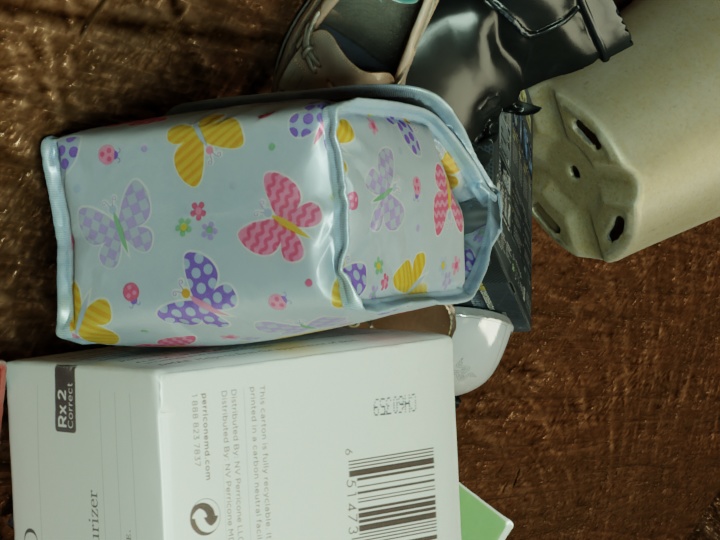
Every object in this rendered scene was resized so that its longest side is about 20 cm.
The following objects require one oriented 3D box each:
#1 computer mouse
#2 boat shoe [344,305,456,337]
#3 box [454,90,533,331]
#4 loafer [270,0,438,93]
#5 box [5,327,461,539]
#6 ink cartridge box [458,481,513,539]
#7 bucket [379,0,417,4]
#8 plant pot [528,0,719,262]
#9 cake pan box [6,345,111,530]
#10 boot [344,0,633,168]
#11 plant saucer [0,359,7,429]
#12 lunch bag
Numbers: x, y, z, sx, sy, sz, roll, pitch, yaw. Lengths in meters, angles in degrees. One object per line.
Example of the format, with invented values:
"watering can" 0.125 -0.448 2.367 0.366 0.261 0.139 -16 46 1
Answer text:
"computer mouse" 0.037 0.065 1.786 0.200 0.109 0.044 141 -45 -67
"boat shoe" -0.002 0.006 1.578 0.202 0.075 0.075 29 75 -44
"box" 0.072 -0.062 1.700 0.200 0.051 0.158 59 32 -72
"loafer" 0.003 -0.129 1.474 0.200 0.072 0.063 -61 -178 18
"box" -0.060 0.134 1.410 0.200 0.131 0.199 -6 95 -41
"ink cartridge box" -0.018 0.133 1.544 0.146 0.200 0.048 -61 161 20
"bucket" 0.011 -0.237 1.221 0.207 0.135 0.207 -48 161 -23
"plant pot" 0.205 -0.104 1.912 0.183 0.200 0.201 -30 152 -29
"cake pan box" -0.107 0.077 1.625 0.184 0.052 0.200 -61 161 11
"boot" 0.046 -0.153 1.534 0.162 0.073 0.198 -30 122 1
"plant saucer" -0.261 0.149 1.382 0.200 0.037 0.200 -42 158 -36
"lunch bag" -0.040 -0.028 1.386 0.200 0.169 0.127 2 83 -64
